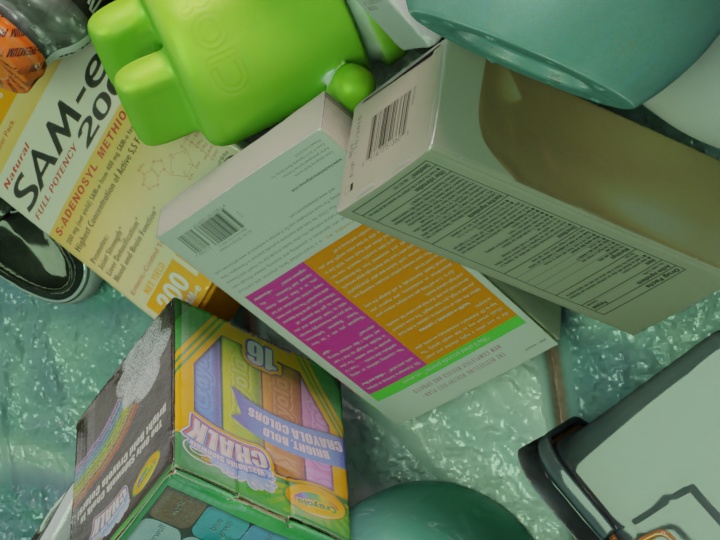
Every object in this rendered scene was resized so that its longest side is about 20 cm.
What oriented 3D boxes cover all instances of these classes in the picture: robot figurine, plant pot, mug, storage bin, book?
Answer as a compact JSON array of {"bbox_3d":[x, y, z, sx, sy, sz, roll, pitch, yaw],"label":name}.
[{"bbox_3d":[-0.050,-0.147,1.649,0.200,0.116,0.176,-26,59,-3],"label":"robot figurine"},{"bbox_3d":[0.110,-0.177,1.446,0.200,0.201,0.161,24,90,19],"label":"plant pot"},{"bbox_3d":[0.040,0.210,1.701,0.184,0.114,0.153,0,100,26],"label":"mug"},{"bbox_3d":[0.204,0.130,1.604,0.134,0.146,0.200,-43,81,15],"label":"storage bin"},{"bbox_3d":[0.000,0.000,1.656,0.133,0.048,0.200,-32,123,31],"label":"book"}]

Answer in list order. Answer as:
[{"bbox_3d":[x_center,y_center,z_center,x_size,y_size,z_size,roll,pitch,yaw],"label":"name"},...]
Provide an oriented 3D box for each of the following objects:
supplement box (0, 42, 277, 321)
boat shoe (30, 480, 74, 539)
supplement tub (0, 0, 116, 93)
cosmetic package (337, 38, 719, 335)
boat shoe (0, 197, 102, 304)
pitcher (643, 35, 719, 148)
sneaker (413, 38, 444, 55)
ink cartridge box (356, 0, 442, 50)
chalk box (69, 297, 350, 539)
[{"bbox_3d":[-0.139,-0.070,1.752,0.200,0.073,0.126,37,113,15],"label":"supplement box"},{"bbox_3d":[-0.171,0.163,1.814,0.072,0.071,0.200,41,93,-18],"label":"boat shoe"},{"bbox_3d":[-0.176,-0.209,1.669,0.122,0.123,0.200,28,77,18],"label":"supplement tub"},{"bbox_3d":[0.100,-0.042,1.569,0.105,0.200,0.071,-31,43,53],"label":"cosmetic package"},{"bbox_3d":[-0.248,-0.046,1.817,0.200,0.057,0.069,40,114,13],"label":"boat shoe"},{"bbox_3d":[0.192,-0.155,1.564,0.200,0.121,0.172,18,94,33],"label":"pitcher"},{"bbox_3d":[0.058,-0.211,1.613,0.074,0.088,0.201,18,83,-19],"label":"sneaker"},{"bbox_3d":[0.037,-0.247,1.539,0.174,0.044,0.200,46,76,-14],"label":"ink cartridge box"},{"bbox_3d":[-0.087,0.140,1.672,0.124,0.200,0.124,26,123,-22],"label":"chalk box"}]
